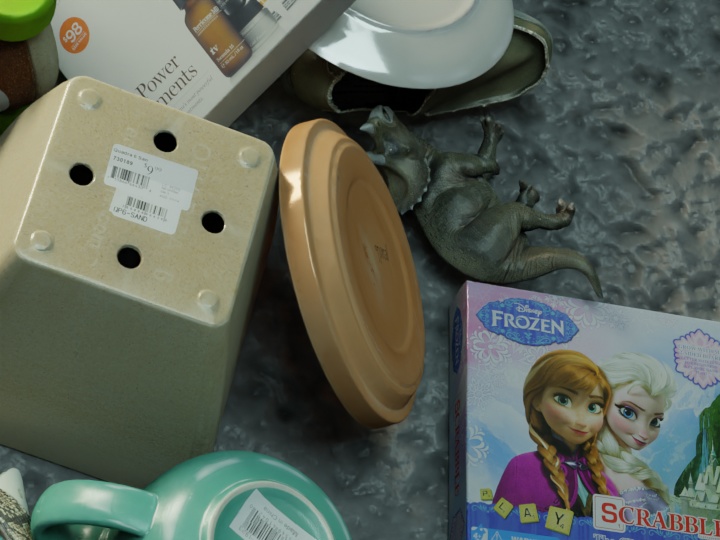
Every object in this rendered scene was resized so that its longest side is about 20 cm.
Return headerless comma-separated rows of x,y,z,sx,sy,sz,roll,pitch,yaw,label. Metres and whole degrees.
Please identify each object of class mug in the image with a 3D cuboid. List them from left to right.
-0.090,0.186,1.550,0.184,0.114,0.153,-4,69,-33,mug

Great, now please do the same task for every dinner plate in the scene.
0.016,-0.206,1.773,0.199,0.024,0.201,13,48,-14,dinner plate

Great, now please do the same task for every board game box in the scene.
0.157,0.117,1.733,0.199,0.041,0.201,9,61,-15,board game box

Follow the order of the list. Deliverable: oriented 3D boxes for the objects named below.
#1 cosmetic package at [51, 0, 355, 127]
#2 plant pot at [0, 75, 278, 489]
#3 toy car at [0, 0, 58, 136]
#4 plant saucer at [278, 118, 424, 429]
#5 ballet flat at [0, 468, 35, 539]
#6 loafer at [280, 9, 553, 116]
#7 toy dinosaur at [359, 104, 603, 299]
-0.112,-0.180,1.713,0.151,0.200,0.052,53,23,15,cosmetic package
-0.151,-0.003,1.612,0.199,0.177,0.201,20,59,-8,plant pot
-0.305,-0.153,1.656,0.199,0.164,0.158,-21,71,-17,toy car
0.000,0.000,1.662,0.032,0.200,0.201,-14,63,16,plant saucer
-0.252,0.128,1.579,0.200,0.068,0.075,38,42,6,ballet flat
0.046,-0.133,1.797,0.199,0.076,0.070,-9,32,-18,loafer
0.079,-0.036,1.779,0.102,0.077,0.200,-40,83,-20,toy dinosaur
